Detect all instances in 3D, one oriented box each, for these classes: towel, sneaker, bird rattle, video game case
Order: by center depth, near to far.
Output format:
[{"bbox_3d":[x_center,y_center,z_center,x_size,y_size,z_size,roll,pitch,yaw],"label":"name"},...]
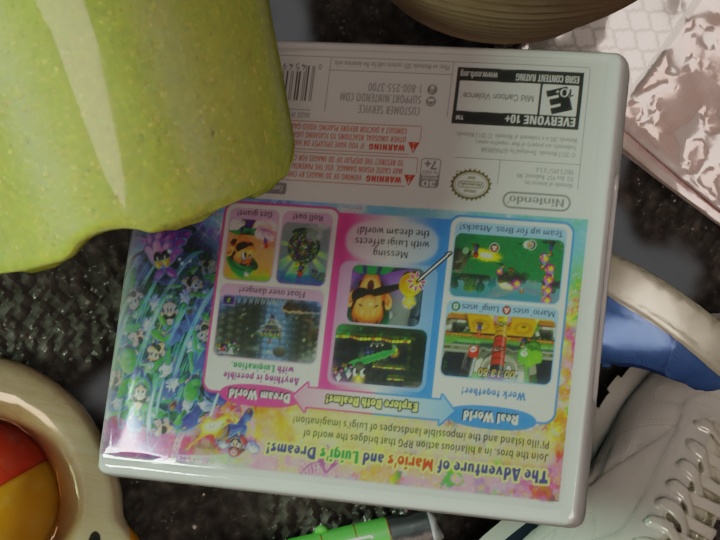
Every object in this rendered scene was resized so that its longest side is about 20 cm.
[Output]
[{"bbox_3d":[0.000,0.000,0.758,0.198,0.024,0.184,4,81,18],"label":"video game case"},{"bbox_3d":[-0.182,0.103,0.787,0.162,0.113,0.201,-28,74,-25],"label":"bird rattle"},{"bbox_3d":[0.055,0.031,0.803,0.199,0.077,0.112,26,90,-2],"label":"sneaker"},{"bbox_3d":[0.126,0.104,0.820,0.076,0.080,0.200,45,79,-22],"label":"sneaker"},{"bbox_3d":[0.187,-0.122,0.832,0.190,0.032,0.201,34,93,-13],"label":"towel"}]

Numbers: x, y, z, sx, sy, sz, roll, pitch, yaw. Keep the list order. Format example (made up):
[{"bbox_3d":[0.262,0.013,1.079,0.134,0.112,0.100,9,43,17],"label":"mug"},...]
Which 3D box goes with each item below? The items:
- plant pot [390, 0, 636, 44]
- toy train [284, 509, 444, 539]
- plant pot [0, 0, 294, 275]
[{"bbox_3d":[0.058,-0.156,0.752,0.199,0.202,0.093,-4,138,-8],"label":"plant pot"},{"bbox_3d":[-0.049,0.147,0.835,0.198,0.042,0.057,-13,90,-7],"label":"toy train"},{"bbox_3d":[-0.109,-0.104,0.698,0.199,0.200,0.186,-19,99,-5],"label":"plant pot"}]
